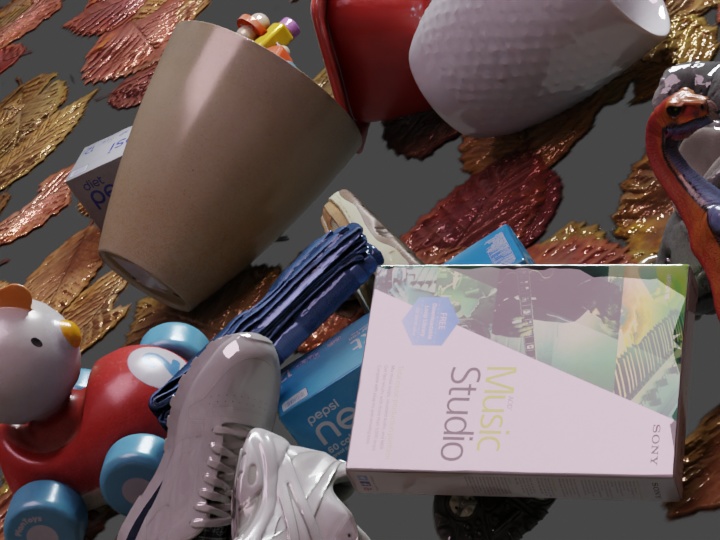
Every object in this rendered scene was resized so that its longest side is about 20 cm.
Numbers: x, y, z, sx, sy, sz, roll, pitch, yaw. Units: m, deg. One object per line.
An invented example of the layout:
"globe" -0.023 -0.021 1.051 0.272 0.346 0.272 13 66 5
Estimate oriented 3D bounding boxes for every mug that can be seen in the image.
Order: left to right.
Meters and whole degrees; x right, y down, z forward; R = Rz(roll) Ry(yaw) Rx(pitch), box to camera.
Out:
"mug" 0.141 -0.193 1.872 0.175 0.148 0.200 -37 -9 24

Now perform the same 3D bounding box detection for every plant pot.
"plant pot" -0.130 -0.074 1.972 0.200 0.187 0.187 -58 29 -13

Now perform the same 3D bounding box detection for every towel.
"towel" -0.069 0.046 1.668 0.200 0.049 0.112 -45 0 -6

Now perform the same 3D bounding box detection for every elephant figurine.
"elephant figurine" 0.238 -0.031 1.474 0.141 0.155 0.200 10 52 11

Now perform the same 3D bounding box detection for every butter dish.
"butter dish" 0.049 -0.225 1.999 0.147 0.200 0.200 3 55 14

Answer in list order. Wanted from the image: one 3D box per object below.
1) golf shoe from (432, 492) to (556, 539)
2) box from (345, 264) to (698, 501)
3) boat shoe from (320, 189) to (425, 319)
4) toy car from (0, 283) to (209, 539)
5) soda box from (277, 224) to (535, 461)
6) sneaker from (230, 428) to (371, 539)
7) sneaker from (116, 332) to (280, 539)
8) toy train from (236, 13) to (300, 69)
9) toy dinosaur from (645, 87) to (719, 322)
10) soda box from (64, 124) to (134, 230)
"golf shoe" 0.092 0.104 1.480 0.200 0.077 0.088 -66 4 -34
"box" 0.098 0.065 1.413 0.199 0.036 0.145 0 60 15
"boat shoe" 0.000 0.000 1.777 0.076 0.072 0.200 -47 24 3
"toy car" -0.227 0.078 1.764 0.176 0.200 0.185 -26 26 20
"soda box" 0.040 0.057 1.612 0.200 0.068 0.064 -33 25 7
"sneaker" -0.038 0.189 1.472 0.099 0.078 0.201 8 54 -1
"sneaker" -0.096 0.138 1.574 0.201 0.076 0.081 -69 25 15
"toy train" -0.138 -0.202 2.335 0.199 0.056 0.150 -16 30 36
"toy dinosaur" 0.218 -0.012 1.339 0.200 0.181 0.105 -50 -15 -22
"soda box" -0.174 -0.108 2.194 0.199 0.068 0.064 -22 26 28
